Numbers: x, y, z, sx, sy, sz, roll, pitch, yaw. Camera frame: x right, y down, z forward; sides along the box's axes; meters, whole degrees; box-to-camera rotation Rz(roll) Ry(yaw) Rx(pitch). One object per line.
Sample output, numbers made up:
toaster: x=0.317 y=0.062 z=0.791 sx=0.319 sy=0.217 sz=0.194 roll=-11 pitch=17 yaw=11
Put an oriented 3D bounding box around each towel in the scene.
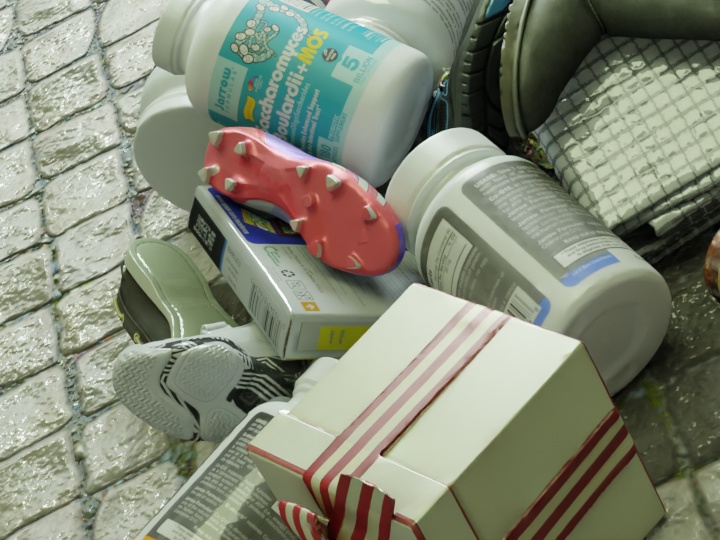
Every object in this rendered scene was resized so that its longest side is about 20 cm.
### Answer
towel: x=0.225 y=-0.113 z=1.672 sx=0.200 sy=0.086 sz=0.166 roll=-33 pitch=62 yaw=5

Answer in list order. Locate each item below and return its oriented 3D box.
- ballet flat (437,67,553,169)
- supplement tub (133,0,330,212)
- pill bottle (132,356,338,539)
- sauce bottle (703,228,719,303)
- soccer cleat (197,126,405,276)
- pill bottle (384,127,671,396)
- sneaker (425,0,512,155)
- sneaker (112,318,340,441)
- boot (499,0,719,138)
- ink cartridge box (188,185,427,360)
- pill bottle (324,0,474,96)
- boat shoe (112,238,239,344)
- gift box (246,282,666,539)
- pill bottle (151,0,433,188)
ballet flat: x=0.133 y=-0.119 z=1.793 sx=0.199 sy=0.064 sz=0.076 roll=8 pitch=49 yaw=40
supplement tub: x=-0.097 y=-0.154 z=1.931 sx=0.140 sy=0.141 sz=0.201 roll=-8 pitch=42 yaw=28
pill bottle: x=-0.057 y=0.160 z=1.562 sx=0.200 sy=0.117 sz=0.116 roll=-47 pitch=39 yaw=-20
sauce bottle: x=0.308 y=0.019 z=1.510 sx=0.066 sy=0.066 sz=0.200 roll=-45 pitch=37 yaw=-18
soccer cleat: x=-0.031 y=-0.052 z=1.683 sx=0.200 sy=0.076 sz=0.067 roll=27 pitch=107 yaw=38
pill bottle: x=0.108 y=-0.007 z=1.608 sx=0.114 sy=0.114 sz=0.200 roll=-37 pitch=50 yaw=-8
sneaker: x=0.082 y=-0.134 z=1.755 sx=0.073 sy=0.201 sz=0.082 roll=2 pitch=22 yaw=-32
sneaker: x=-0.082 y=0.064 z=1.681 sx=0.199 sy=0.075 sz=0.115 roll=3 pitch=25 yaw=-14
boot: x=0.203 y=-0.168 z=1.623 sx=0.199 sy=0.073 sz=0.183 roll=9 pitch=75 yaw=15
ink cartridge box: x=0.000 y=0.000 z=1.717 sx=0.199 sy=0.047 sz=0.198 roll=3 pitch=26 yaw=-27
pill bottle: x=0.034 y=-0.202 z=1.901 sx=0.113 sy=0.114 sz=0.200 roll=-3 pitch=39 yaw=33
boat shoe: x=-0.129 y=0.059 z=1.778 sx=0.201 sy=0.071 sz=0.061 roll=57 pitch=132 yaw=42
gift box: x=0.060 y=0.138 z=1.452 sx=0.187 sy=0.185 sz=0.200 roll=-45 pitch=33 yaw=-21
pill bottle: x=-0.054 y=-0.147 z=1.773 sx=0.199 sy=0.111 sz=0.111 roll=24 pitch=58 yaw=14
